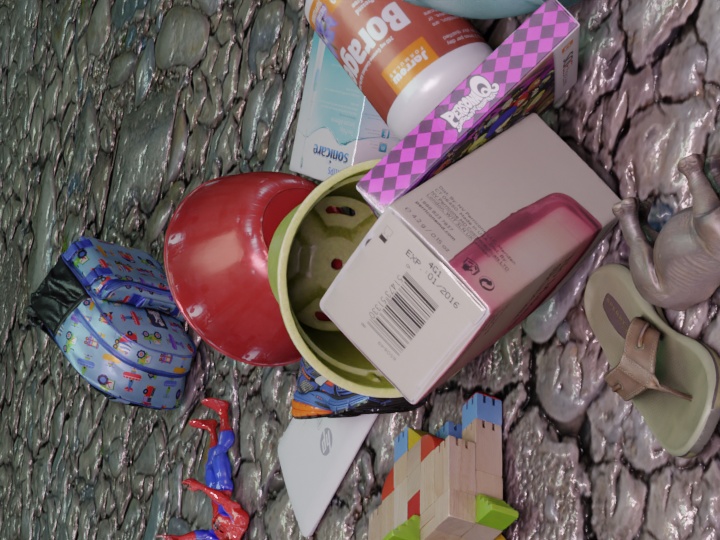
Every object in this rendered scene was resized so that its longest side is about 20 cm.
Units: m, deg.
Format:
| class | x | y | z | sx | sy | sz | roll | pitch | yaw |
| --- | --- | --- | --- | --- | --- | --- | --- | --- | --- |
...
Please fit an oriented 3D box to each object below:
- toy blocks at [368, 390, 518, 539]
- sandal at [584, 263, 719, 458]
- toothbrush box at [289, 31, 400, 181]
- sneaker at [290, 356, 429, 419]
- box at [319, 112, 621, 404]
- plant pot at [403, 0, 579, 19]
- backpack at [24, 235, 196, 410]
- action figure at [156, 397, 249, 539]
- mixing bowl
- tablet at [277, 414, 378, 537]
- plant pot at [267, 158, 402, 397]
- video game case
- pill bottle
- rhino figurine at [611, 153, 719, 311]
| class | x | y | z | sx | sy | sz | roll | pitch | yaw |
| --- | --- | --- | --- | --- | --- | --- | --- | --- | --- |
| toy blocks | 0.062 | 0.187 | 1.476 | 0.200 | 0.100 | 0.137 | -51 | 28 | 46 |
| sandal | 0.198 | 0.065 | 1.249 | 0.201 | 0.057 | 0.080 | 57 | 133 | 54 |
| toothbrush box | 0.011 | -0.178 | 1.672 | 0.146 | 0.085 | 0.201 | 21 | 101 | 63 |
| sneaker | -0.007 | 0.096 | 1.622 | 0.200 | 0.075 | 0.079 | -12 | 80 | 54 |
| box | 0.087 | -0.011 | 1.315 | 0.109 | 0.200 | 0.128 | 46 | 135 | 11 |
| plant pot | 0.124 | -0.284 | 1.381 | 0.134 | 0.200 | 0.201 | 29 | 111 | 34 |
| backpack | -0.283 | 0.073 | 2.113 | 0.135 | 0.182 | 0.200 | -55 | 47 | 15 |
| action figure | -0.180 | 0.238 | 1.943 | 0.065 | 0.099 | 0.200 | -59 | 36 | 41 |
| mixing bowl | -0.079 | -0.017 | 1.685 | 0.108 | 0.200 | 0.201 | -33 | 54 | 54 |
| tablet | -0.034 | 0.157 | 1.753 | 0.200 | 0.014 | 0.130 | -64 | 31 | 34 |
| plant pot | 0.000 | 0.000 | 1.542 | 0.184 | 0.200 | 0.201 | -166 | 85 | -72 |
| video game case | 0.086 | -0.108 | 1.337 | 0.200 | 0.036 | 0.181 | -44 | -10 | -1 |
| pill bottle | 0.049 | -0.183 | 1.503 | 0.200 | 0.112 | 0.112 | 53 | 136 | 19 |
| rhino figurine | 0.244 | -0.036 | 1.176 | 0.200 | 0.060 | 0.088 | -38 | 69 | 54 |
